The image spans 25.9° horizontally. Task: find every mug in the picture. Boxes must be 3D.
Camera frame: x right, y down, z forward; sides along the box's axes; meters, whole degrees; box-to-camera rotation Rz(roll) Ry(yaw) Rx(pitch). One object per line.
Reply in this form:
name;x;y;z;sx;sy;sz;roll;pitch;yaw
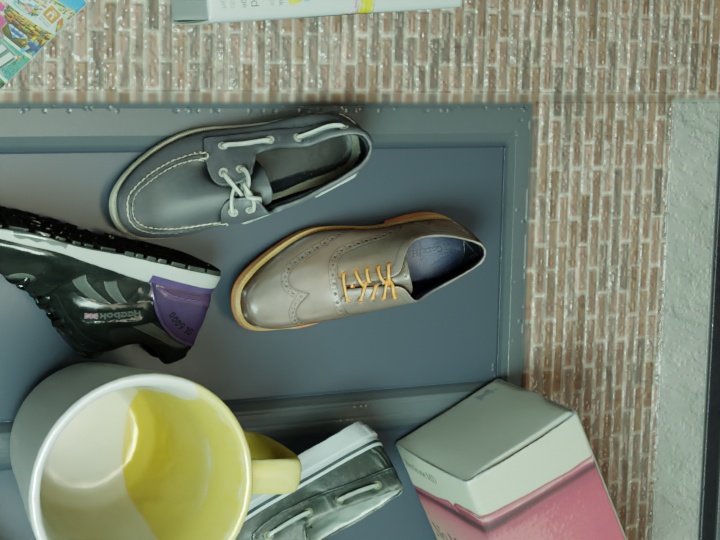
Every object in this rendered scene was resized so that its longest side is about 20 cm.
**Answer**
mug;-0.157;0.139;1.074;0.186;0.153;0.150;38;81;-26

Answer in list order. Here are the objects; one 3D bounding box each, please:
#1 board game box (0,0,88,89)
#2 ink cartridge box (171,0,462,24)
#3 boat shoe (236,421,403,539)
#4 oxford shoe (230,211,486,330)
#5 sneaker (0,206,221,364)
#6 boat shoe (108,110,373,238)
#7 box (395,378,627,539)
board game box;-0.301;-0.159;1.009;0.200;0.064;0.148;-48;115;-13
ink cartridge box;-0.033;-0.254;1.112;0.199;0.083;0.146;-8;101;-24
boat shoe;-0.056;0.188;1.139;0.200;0.072;0.071;-34;69;-15
oxford shoe;0.000;0.000;1.173;0.200;0.073;0.072;-20;106;-22
sneaker;-0.197;0.017;1.083;0.200;0.076;0.088;15;97;-27
boat shoe;-0.082;-0.071;1.128;0.200;0.063;0.073;-19;106;-22
box;0.131;0.206;1.238;0.109;0.128;0.200;-30;109;-18
